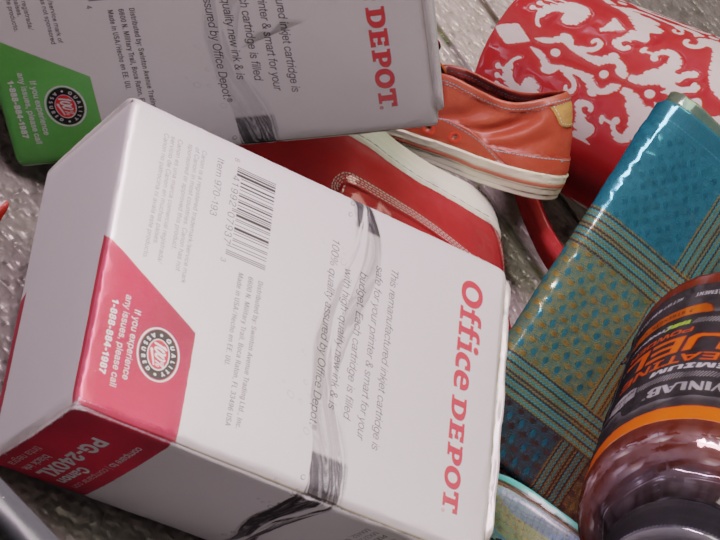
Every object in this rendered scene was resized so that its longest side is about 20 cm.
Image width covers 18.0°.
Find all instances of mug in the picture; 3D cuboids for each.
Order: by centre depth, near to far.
[{"bbox_3d":[0.155,-0.072,1.236,0.199,0.134,0.177,30,32,30],"label":"mug"}]

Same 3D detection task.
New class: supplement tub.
[{"bbox_3d":[0.155,0.088,1.000,0.107,0.107,0.200,39,31,-5],"label":"supplement tub"}]

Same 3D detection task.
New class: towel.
[{"bbox_3d":[0.145,0.033,1.114,0.146,0.201,0.022,39,-10,-25],"label":"towel"}]

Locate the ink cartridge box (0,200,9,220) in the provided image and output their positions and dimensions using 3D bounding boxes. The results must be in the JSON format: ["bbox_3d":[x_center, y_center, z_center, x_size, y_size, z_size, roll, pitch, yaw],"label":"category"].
[{"bbox_3d":[-0.183,0.085,0.721,0.043,0.174,0.200,41,34,-1],"label":"ink cartridge box"}]

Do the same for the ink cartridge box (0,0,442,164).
[{"bbox_3d":[-0.068,-0.135,1.018,0.198,0.147,0.084,-4,40,5],"label":"ink cartridge box"}]

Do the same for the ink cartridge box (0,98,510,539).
[{"bbox_3d":[-0.041,0.039,0.969,0.199,0.083,0.146,24,56,-27],"label":"ink cartridge box"}]

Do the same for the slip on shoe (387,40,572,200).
[{"bbox_3d":[0.020,-0.097,1.192,0.199,0.062,0.074,20,14,8],"label":"slip on shoe"}]

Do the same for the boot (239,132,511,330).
[{"bbox_3d":[0.000,0.000,1.101,0.199,0.072,0.145,23,39,-32],"label":"boot"}]

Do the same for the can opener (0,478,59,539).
[{"bbox_3d":[-0.165,0.071,0.860,0.200,0.066,0.053,50,32,2],"label":"can opener"}]

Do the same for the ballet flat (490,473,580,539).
[{"bbox_3d":[0.116,0.174,1.032,0.199,0.074,0.074,37,34,-5],"label":"ballet flat"}]
